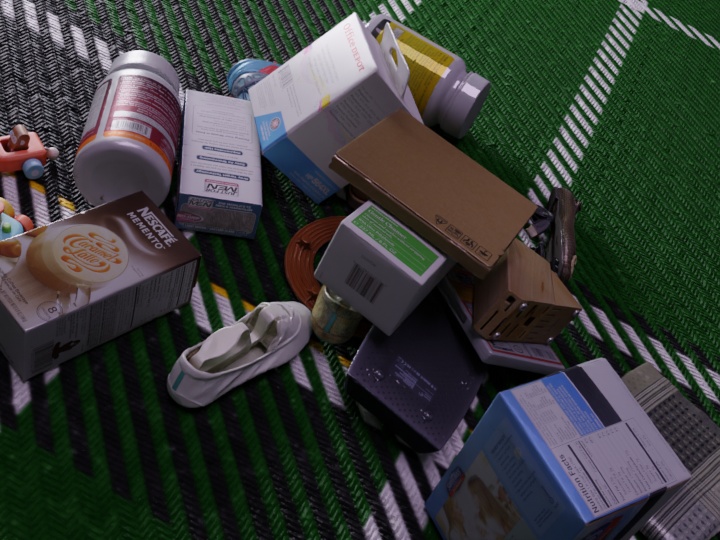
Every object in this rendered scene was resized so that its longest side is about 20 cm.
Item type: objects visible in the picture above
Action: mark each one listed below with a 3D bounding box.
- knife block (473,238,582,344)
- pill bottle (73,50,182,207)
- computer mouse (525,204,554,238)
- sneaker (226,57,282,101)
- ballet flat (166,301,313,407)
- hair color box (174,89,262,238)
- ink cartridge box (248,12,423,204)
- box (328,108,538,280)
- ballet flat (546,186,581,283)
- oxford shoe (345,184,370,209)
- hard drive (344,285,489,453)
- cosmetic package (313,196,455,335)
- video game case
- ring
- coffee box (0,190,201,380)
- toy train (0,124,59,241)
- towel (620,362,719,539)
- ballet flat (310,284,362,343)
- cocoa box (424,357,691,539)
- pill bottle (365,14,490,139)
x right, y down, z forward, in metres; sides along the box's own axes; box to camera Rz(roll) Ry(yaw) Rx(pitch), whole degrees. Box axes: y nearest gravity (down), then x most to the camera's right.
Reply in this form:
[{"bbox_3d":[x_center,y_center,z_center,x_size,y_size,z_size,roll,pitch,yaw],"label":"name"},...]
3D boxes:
[{"bbox_3d":[0.170,0.000,1.018,0.199,0.064,0.176,8,39,-47],"label":"knife block"},{"bbox_3d":[-0.271,-0.169,1.028,0.108,0.110,0.201,10,44,-13],"label":"pill bottle"},{"bbox_3d":[0.168,-0.068,1.155,0.140,0.046,0.199,36,33,31],"label":"computer mouse"},{"bbox_3d":[-0.087,-0.237,1.210,0.197,0.080,0.096,-3,57,-13],"label":"sneaker"},{"bbox_3d":[-0.113,0.072,0.889,0.069,0.070,0.199,41,46,19],"label":"ballet flat"},{"bbox_3d":[-0.176,-0.135,1.069,0.099,0.061,0.201,7,45,-15],"label":"hair color box"},{"bbox_3d":[-0.020,-0.208,1.083,0.125,0.199,0.129,42,24,-45],"label":"ink cartridge box"},{"bbox_3d":[0.084,-0.090,0.929,0.199,0.021,0.163,37,39,9],"label":"box"},{"bbox_3d":[0.282,-0.049,1.177,0.046,0.068,0.201,16,37,-1],"label":"ballet flat"},{"bbox_3d":[0.044,-0.158,1.179,0.071,0.072,0.201,24,41,4],"label":"oxford shoe"},{"bbox_3d":[0.066,0.099,0.937,0.135,0.042,0.200,39,41,0],"label":"hard drive"},{"bbox_3d":[0.050,-0.032,0.931,0.107,0.085,0.200,36,39,8],"label":"cosmetic package"},{"bbox_3d":[0.149,0.038,1.023,0.142,0.017,0.201,15,35,-41],"label":"video game case"},{"bbox_3d":[0.006,0.001,1.043,0.198,0.019,0.202,13,44,-12],"label":"ring"},{"bbox_3d":[-0.277,0.009,0.872,0.114,0.080,0.199,44,47,21],"label":"coffee box"},{"bbox_3d":[-0.389,-0.095,0.945,0.149,0.056,0.201,-11,52,-30],"label":"toy train"},{"bbox_3d":[0.338,0.211,0.973,0.199,0.035,0.193,-24,57,-35],"label":"towel"},{"bbox_3d":[0.000,0.000,0.980,0.070,0.071,0.201,24,43,2],"label":"ballet flat"},{"bbox_3d":[0.168,0.201,0.780,0.130,0.201,0.134,-11,53,-30],"label":"cocoa box"},{"bbox_3d":[0.088,-0.288,1.293,0.199,0.115,0.114,32,44,10],"label":"pill bottle"}]
